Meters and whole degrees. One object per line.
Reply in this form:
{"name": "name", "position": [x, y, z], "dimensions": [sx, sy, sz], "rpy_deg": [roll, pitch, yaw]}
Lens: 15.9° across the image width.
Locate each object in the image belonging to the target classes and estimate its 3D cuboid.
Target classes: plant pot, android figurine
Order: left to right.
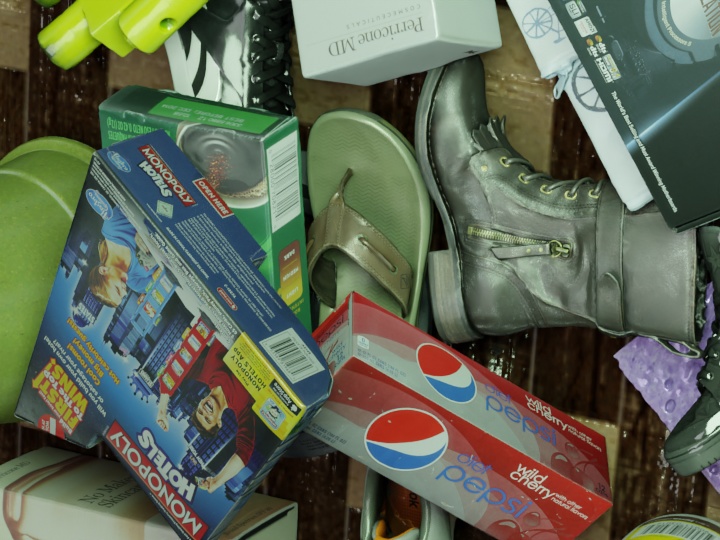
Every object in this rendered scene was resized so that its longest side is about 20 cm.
{"name": "plant pot", "position": [-0.256, 0.027, 1.652], "dimensions": [0.200, 0.190, 0.200], "rpy_deg": [13, 109, 40]}
{"name": "android figurine", "position": [-0.126, -0.215, 1.582], "dimensions": [0.200, 0.041, 0.182], "rpy_deg": [-38, 46, 20]}

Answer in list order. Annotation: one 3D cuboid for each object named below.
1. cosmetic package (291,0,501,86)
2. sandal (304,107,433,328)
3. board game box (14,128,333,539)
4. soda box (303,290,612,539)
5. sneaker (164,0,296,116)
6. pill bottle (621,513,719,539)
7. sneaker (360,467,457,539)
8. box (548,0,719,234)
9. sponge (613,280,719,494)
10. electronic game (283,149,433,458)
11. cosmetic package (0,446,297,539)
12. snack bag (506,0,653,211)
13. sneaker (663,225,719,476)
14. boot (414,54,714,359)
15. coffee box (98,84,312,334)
{"name": "cosmetic package", "position": [0.010, -0.218, 1.512], "dimensions": [0.101, 0.071, 0.200], "rpy_deg": [-14, 82, 34]}
{"name": "sandal", "position": [0.001, 0.001, 1.575], "dimensions": [0.080, 0.057, 0.201], "rpy_deg": [0, 96, 22]}
{"name": "board game box", "position": [-0.119, 0.057, 1.534], "dimensions": [0.200, 0.062, 0.200], "rpy_deg": [50, 132, 15]}
{"name": "soda box", "position": [0.055, 0.096, 1.552], "dimensions": [0.200, 0.063, 0.070], "rpy_deg": [31, 122, -22]}
{"name": "sneaker", "position": [-0.060, -0.140, 1.585], "dimensions": [0.112, 0.073, 0.200], "rpy_deg": [-29, 78, 30]}
{"name": "pill bottle", "position": [0.163, 0.222, 1.507], "dimensions": [0.109, 0.200, 0.109], "rpy_deg": [8, 107, 26]}
{"name": "sneaker", "position": [0.031, 0.193, 1.638], "dimensions": [0.074, 0.079, 0.200], "rpy_deg": [1, 105, 25]}
{"name": "box", "position": [0.199, -0.136, 1.389], "dimensions": [0.160, 0.044, 0.200], "rpy_deg": [-22, 114, 20]}
{"name": "sponge", "position": [0.253, 0.096, 1.526], "dimensions": [0.112, 0.030, 0.200], "rpy_deg": [-42, 82, 28]}
{"name": "electronic game", "position": [-0.047, 0.021, 1.652], "dimensions": [0.200, 0.042, 0.200], "rpy_deg": [3, 97, 22]}
{"name": "cosmetic package", "position": [-0.152, 0.186, 1.717], "dimensions": [0.200, 0.103, 0.087], "rpy_deg": [9, 106, 23]}
{"name": "snack bag", "position": [0.181, -0.156, 1.467], "dimensions": [0.189, 0.021, 0.200], "rpy_deg": [-30, 77, 22]}
{"name": "sneaker", "position": [0.220, 0.014, 1.464], "dimensions": [0.200, 0.060, 0.104], "rpy_deg": [-44, 95, -7]}
{"name": "boot", "position": [0.127, -0.044, 1.529], "dimensions": [0.174, 0.069, 0.200], "rpy_deg": [-4, 91, 23]}
{"name": "coffee box", "position": [-0.092, -0.007, 1.573], "dimensions": [0.123, 0.044, 0.200], "rpy_deg": [13, 122, 27]}
